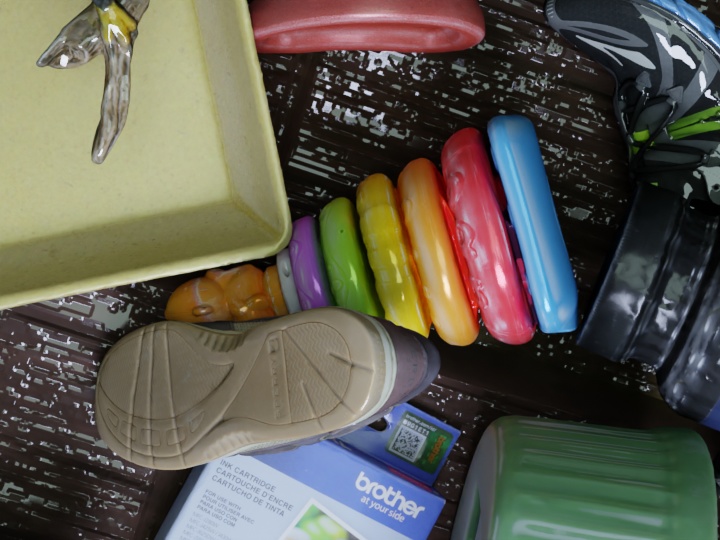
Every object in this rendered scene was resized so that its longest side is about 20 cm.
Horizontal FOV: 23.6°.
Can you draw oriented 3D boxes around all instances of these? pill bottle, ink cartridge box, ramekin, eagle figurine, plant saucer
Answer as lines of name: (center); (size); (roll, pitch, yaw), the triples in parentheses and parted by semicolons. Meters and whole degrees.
pill bottle: (0.210, 0.032, 0.812); (0.200, 0.112, 0.112); (22, 91, 6)
ink cartridge box: (-0.041, 0.146, 0.871); (0.119, 0.042, 0.200); (29, 88, -9)
ramekin: (0.092, 0.164, 0.815); (0.098, 0.200, 0.200); (12, 92, -2)
eagle figurine: (-0.122, -0.150, 0.689); (0.151, 0.200, 0.152); (-23, 74, 11)
plant saucer: (-0.147, -0.090, 0.825); (0.200, 0.048, 0.200); (-11, 96, 1)

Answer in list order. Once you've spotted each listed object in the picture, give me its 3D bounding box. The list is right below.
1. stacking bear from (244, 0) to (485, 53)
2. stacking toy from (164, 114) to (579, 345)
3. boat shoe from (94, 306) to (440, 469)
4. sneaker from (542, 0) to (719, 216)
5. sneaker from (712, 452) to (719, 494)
stacking bear: (0.001, -0.211, 0.821); (0.121, 0.114, 0.200); (-1, 90, -8)
stacking toy: (0.000, 0.000, 0.844); (0.200, 0.116, 0.110); (-15, 93, 5)
boat shoe: (-0.048, 0.055, 0.806); (0.065, 0.200, 0.072); (9, 73, -44)
sneaker: (0.162, -0.069, 0.868); (0.083, 0.071, 0.200); (-44, 101, -9)
sneaker: (0.226, 0.136, 0.891); (0.098, 0.071, 0.201); (4, 91, -8)
